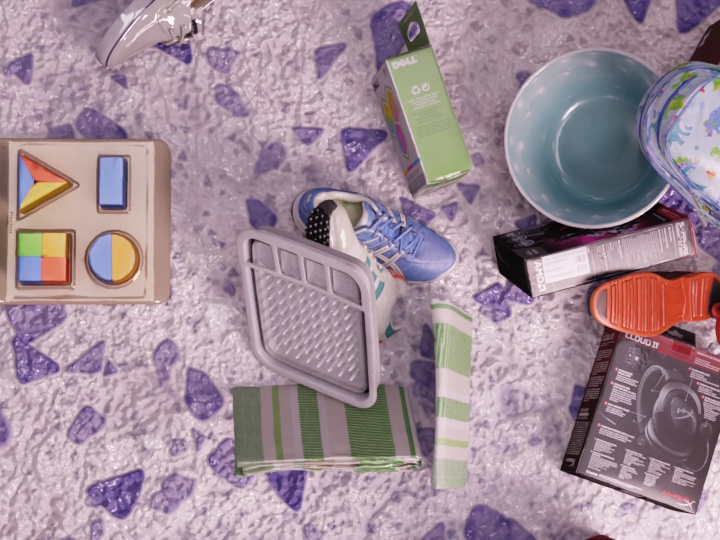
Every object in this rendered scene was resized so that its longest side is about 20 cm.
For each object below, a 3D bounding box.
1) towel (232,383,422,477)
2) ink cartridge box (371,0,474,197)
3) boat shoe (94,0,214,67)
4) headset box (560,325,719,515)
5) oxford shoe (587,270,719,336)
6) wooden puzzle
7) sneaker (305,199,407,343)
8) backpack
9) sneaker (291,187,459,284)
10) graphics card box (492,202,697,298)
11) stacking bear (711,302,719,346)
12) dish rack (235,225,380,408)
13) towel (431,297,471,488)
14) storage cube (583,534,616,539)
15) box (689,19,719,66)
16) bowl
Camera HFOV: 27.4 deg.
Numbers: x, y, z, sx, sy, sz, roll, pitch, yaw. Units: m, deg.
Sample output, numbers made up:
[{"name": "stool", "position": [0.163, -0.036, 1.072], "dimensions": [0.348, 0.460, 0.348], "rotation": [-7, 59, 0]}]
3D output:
[{"name": "towel", "position": [-0.039, 0.171, 1.606], "dimensions": [0.199, 0.153, 0.024], "rotation": [-2, 121, -4]}, {"name": "ink cartridge box", "position": [0.060, -0.191, 1.669], "dimensions": [0.059, 0.104, 0.201], "rotation": [-18, 87, -10]}, {"name": "boat shoe", "position": [-0.209, -0.289, 1.663], "dimensions": [0.070, 0.071, 0.200], "rotation": [44, 74, 1]}, {"name": "headset box", "position": [0.333, 0.158, 1.686], "dimensions": [0.148, 0.077, 0.201], "rotation": [19, 81, -6]}, {"name": "oxford shoe", "position": [0.318, 0.034, 1.664], "dimensions": [0.199, 0.072, 0.072], "rotation": [-1, 96, -37]}, {"name": "wooden puzzle", "position": [-0.310, -0.056, 1.636], "dimensions": [0.199, 0.046, 0.187], "rotation": [0, 84, -8]}, {"name": "sneaker", "position": [0.000, 0.001, 1.630], "dimensions": [0.093, 0.070, 0.201], "rotation": [-19, 124, -16]}, {"name": "backpack", "position": [0.383, -0.132, 1.541], "dimensions": [0.200, 0.154, 0.163], "rotation": [41, 105, 5]}, {"name": "sneaker", "position": [0.018, -0.038, 1.663], "dimensions": [0.199, 0.077, 0.076], "rotation": [19, 81, -7]}, {"name": "graphics card box", "position": [0.261, -0.028, 1.668], "dimensions": [0.199, 0.125, 0.051], "rotation": [-15, 107, -8]}, {"name": "stacking bear", "position": [0.498, 0.064, 1.684], "dimensions": [0.199, 0.114, 0.122], "rotation": [1, 57, -18]}, {"name": "dish rack", "position": [-0.048, 0.043, 1.587], "dimensions": [0.171, 0.201, 0.044], "rotation": [20, 44, 27]}, {"name": "towel", "position": [0.097, 0.137, 1.619], "dimensions": [0.023, 0.153, 0.201], "rotation": [0, 82, 14]}, {"name": "storage cube", "position": [0.238, 0.404, 1.603], "dimensions": [0.179, 0.171, 0.201], "rotation": [-19, 87, -10]}, {"name": "box", "position": [0.471, -0.181, 1.692], "dimensions": [0.199, 0.166, 0.165], "rotation": [32, 83, -3]}, {"name": "bowl", "position": [0.270, -0.145, 1.674], "dimensions": [0.200, 0.105, 0.202], "rotation": [0, 89, 17]}]
